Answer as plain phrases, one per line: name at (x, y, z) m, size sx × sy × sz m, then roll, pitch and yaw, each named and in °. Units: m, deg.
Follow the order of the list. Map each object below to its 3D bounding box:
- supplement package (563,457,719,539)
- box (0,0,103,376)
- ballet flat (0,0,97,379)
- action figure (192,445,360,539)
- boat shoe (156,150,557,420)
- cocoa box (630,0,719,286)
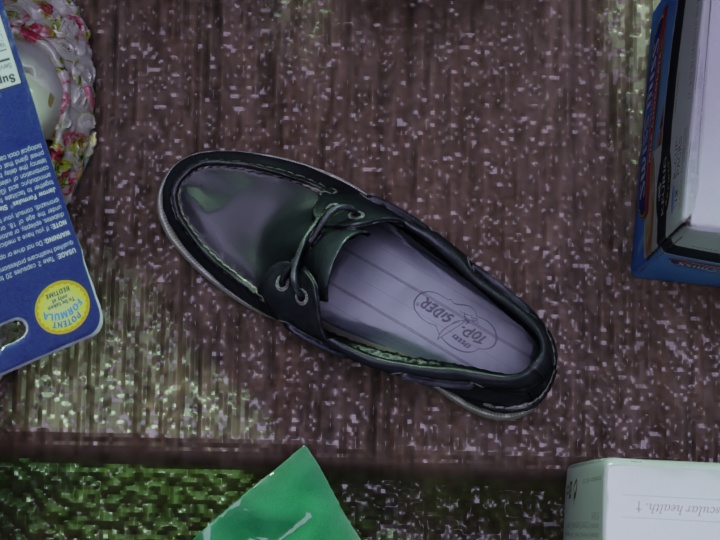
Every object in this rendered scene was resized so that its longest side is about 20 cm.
supplement package at (0.145, 0.182, 0.770) m, size 0.116 × 0.117 × 0.201 m, roll 3°, pitch 82°, yaw -2°
box at (-0.182, -0.051, 0.736) m, size 0.121 × 0.032 × 0.201 m, roll -24°, pitch 101°, yaw -43°
ballet flat at (-0.159, -0.040, 0.818) m, size 0.075 × 0.064 × 0.201 m, roll 9°, pitch 81°, yaw -3°
action figure at (-0.005, 0.190, 0.795) m, size 0.118 × 0.055 × 0.200 m, roll -39°, pitch 81°, yaw -9°
boat shoe at (-0.001, 0.002, 0.815) m, size 0.199 × 0.066 × 0.075 m, roll 34°, pitch 83°, yaw 3°
cocoa box at (0.227, -0.058, 0.799) m, size 0.199 × 0.131 × 0.134 m, roll 7°, pitch 81°, yaw -1°
